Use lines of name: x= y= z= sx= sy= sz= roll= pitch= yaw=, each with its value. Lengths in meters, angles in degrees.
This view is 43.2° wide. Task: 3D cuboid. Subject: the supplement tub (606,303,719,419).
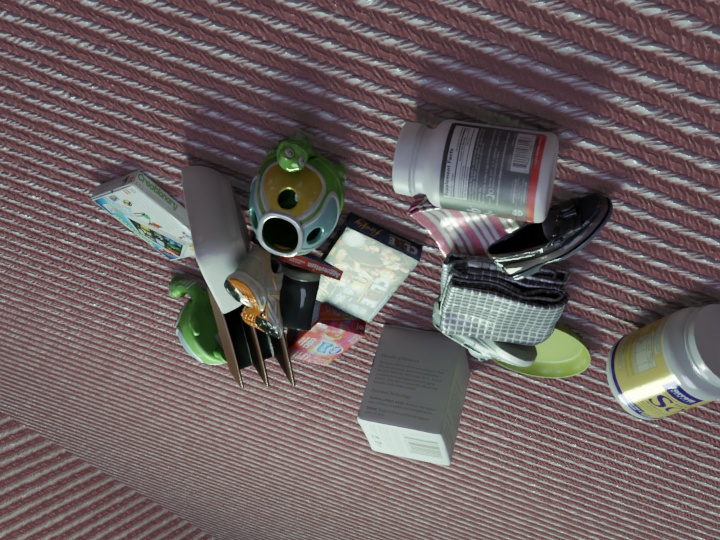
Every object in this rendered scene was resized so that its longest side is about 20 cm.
supplement tub: x=0.497 y=0.142 z=1.415 sx=0.144 sy=0.147 sz=0.200 roll=25 pitch=151 yaw=-13

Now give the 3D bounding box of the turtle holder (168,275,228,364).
turtle holder: x=-0.318 y=0.108 z=1.827 sx=0.185 sy=0.142 sz=0.131 roll=32 pitch=153 yaw=-28

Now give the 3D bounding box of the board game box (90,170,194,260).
board game box: x=-0.364 y=-0.093 z=1.616 sx=0.125 sy=0.035 sz=0.200 roll=-10 pitch=140 yaw=40

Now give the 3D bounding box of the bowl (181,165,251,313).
bowl: x=-0.222 y=-0.056 z=1.465 sx=0.074 sy=0.202 sz=0.200 roll=-15 pitch=147 yaw=-3

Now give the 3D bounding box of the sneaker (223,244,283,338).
sneaker: x=-0.147 y=0.035 z=1.444 sx=0.075 sy=0.093 sz=0.201 roll=23 pitch=157 yaw=18

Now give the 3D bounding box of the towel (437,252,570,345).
towel: x=0.221 y=0.050 z=1.451 sx=0.198 sy=0.086 sz=0.166 roll=9 pitch=155 yaw=4

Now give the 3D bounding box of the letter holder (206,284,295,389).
letter holder: x=-0.199 y=0.126 z=1.690 sx=0.142 sy=0.100 sz=0.202 roll=46 pitch=151 yaw=54

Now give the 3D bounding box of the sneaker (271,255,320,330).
sneaker: x=-0.141 y=0.032 z=1.566 sx=0.074 sy=0.108 sz=0.199 roll=1 pitch=-167 yaw=-32

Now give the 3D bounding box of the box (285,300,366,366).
box: x=-0.065 y=0.096 z=1.693 sx=0.095 sy=0.101 sz=0.200 roll=18 pitch=152 yaw=-18

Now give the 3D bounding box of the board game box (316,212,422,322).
board game box: x=0.000 y=0.000 z=1.527 sx=0.134 sy=0.035 sz=0.200 roll=24 pitch=138 yaw=-11

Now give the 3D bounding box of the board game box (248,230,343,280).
board game box: x=-0.110 y=-0.026 z=1.486 sx=0.102 sy=0.020 sz=0.200 roll=18 pitch=-176 yaw=-25

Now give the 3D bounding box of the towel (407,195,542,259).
towel: x=0.185 y=-0.066 z=1.356 sx=0.198 sy=0.030 sz=0.146 roll=-5 pitch=144 yaw=36

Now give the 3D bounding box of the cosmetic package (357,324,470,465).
cosmetic package: x=0.108 y=0.239 z=1.746 sx=0.163 sy=0.202 sz=0.165 roll=8 pitch=150 yaw=17

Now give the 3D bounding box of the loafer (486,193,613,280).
loafer: x=0.260 y=-0.050 z=1.273 sx=0.063 sy=0.072 sz=0.200 roll=30 pitch=137 yaw=-23

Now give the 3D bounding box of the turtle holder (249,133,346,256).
turtle holder: x=-0.089 y=-0.104 z=1.315 sx=0.140 sy=0.132 sz=0.185 roll=34 pitch=133 yaw=-13

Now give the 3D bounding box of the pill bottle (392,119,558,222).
pill bottle: x=0.149 y=-0.132 z=1.173 sx=0.198 sy=0.117 sz=0.116 roll=10 pitch=150 yaw=15

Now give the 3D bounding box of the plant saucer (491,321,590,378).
plant saucer: x=0.312 y=0.131 z=1.621 sx=0.198 sy=0.031 sz=0.201 roll=14 pitch=150 yaw=8

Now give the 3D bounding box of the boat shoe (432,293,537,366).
boat shoe: x=0.209 y=0.113 z=1.557 sx=0.200 sy=0.070 sz=0.072 roll=32 pitch=135 yaw=22
